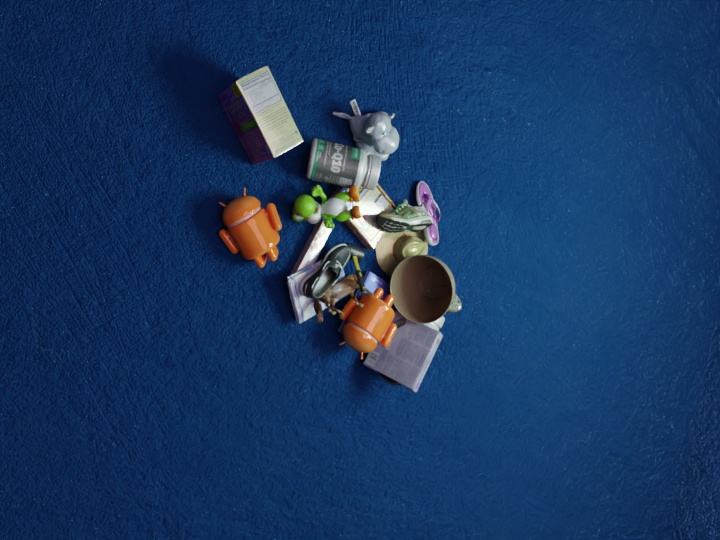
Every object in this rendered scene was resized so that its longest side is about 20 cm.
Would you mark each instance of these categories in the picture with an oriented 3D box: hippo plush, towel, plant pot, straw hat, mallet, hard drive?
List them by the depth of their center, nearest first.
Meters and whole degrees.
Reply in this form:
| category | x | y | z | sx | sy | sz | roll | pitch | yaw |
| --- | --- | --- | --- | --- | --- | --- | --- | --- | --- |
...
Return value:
| category | x | y | z | sx | sy | sz | roll | pitch | yaw |
| --- | --- | --- | --- | --- | --- | --- | --- | --- | --- |
| towel | -0.118 | 0.049 | 1.649 | 0.198 | 0.024 | 0.150 | -28 | 119 | -35 |
| mallet | 0.000 | 0.000 | 1.664 | 0.065 | 0.202 | 0.041 | 14 | 127 | -34 |
| hippo plush | 0.054 | -0.414 | 1.665 | 0.158 | 0.160 | 0.202 | -37 | 110 | -21 |
| plant pot | 0.205 | 0.047 | 1.743 | 0.134 | 0.196 | 0.205 | -15 | 103 | -62 |
| hard drive | 0.028 | 0.123 | 1.764 | 0.131 | 0.025 | 0.203 | 32 | 78 | -27 |
| straw hat | 0.152 | -0.065 | 1.786 | 0.197 | 0.085 | 0.206 | -2 | 94 | -29 |

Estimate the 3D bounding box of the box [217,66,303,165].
| category | x | y | z | sx | sy | sz | roll | pitch | yaw |
| --- | --- | --- | --- | --- | --- | --- | --- | --- | --- |
| box | -0.260 | -0.391 | 1.482 | 0.096 | 0.175 | 0.203 | -33 | 108 | -23 |

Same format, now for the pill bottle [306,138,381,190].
| category | x | y | z | sx | sy | sz | roll | pitch | yaw |
| --- | --- | --- | --- | --- | --- | --- | --- | --- | --- |
| pill bottle | -0.048 | -0.293 | 1.613 | 0.196 | 0.113 | 0.116 | 11 | 88 | -10 |

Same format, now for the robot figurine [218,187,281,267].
| category | x | y | z | sx | sy | sz | roll | pitch | yaw |
| --- | --- | --- | --- | --- | --- | --- | --- | --- | --- |
| robot figurine | -0.287 | -0.111 | 1.521 | 0.117 | 0.142 | 0.202 | -46 | 114 | -42 |

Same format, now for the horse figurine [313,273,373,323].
| category | x | y | z | sx | sy | sz | roll | pitch | yaw |
| --- | --- | --- | --- | --- | --- | --- | --- | --- | --- |
| horse figurine | -0.058 | 0.071 | 1.631 | 0.197 | 0.132 | 0.051 | -26 | 134 | -22 |

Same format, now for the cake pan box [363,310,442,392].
| category | x | y | z | sx | sy | sz | roll | pitch | yaw |
| --- | --- | --- | --- | --- | --- | --- | --- | --- | --- |
| cake pan box | 0.126 | 0.241 | 1.728 | 0.203 | 0.182 | 0.052 | -63 | 149 | -11 |

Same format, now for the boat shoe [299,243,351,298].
| category | x | y | z | sx | sy | sz | roll | pitch | yaw |
| --- | --- | --- | --- | --- | --- | --- | --- | --- | --- |
| boat shoe | -0.084 | 0.005 | 1.612 | 0.201 | 0.060 | 0.076 | -51 | 130 | -21 |

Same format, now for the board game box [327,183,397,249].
| category | x | y | z | sx | sy | sz | roll | pitch | yaw |
| --- | --- | --- | --- | --- | --- | --- | --- | --- | --- |
| board game box | 0.014 | -0.189 | 1.723 | 0.152 | 0.046 | 0.201 | -49 | 114 | -18 |

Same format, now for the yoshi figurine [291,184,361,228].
| category | x | y | z | sx | sy | sz | roll | pitch | yaw |
| --- | --- | --- | --- | --- | --- | --- | --- | --- | --- |
| yoshi figurine | -0.100 | -0.176 | 1.590 | 0.195 | 0.113 | 0.114 | -9 | 124 | 6 |

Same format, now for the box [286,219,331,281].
| category | x | y | z | sx | sy | sz | roll | pitch | yaw |
| --- | --- | --- | --- | --- | --- | --- | --- | --- | --- |
| box | -0.144 | -0.049 | 1.649 | 0.038 | 0.041 | 0.203 | 32 | 77 | -27 |

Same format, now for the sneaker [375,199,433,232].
| category | x | y | z | sx | sy | sz | roll | pitch | yaw |
| --- | --- | --- | --- | --- | --- | --- | --- | --- | --- |
| sneaker | 0.125 | -0.168 | 1.730 | 0.197 | 0.077 | 0.090 | 0 | 68 | -33 |

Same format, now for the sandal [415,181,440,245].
| category | x | y | z | sx | sy | sz | roll | pitch | yaw |
| --- | --- | --- | --- | --- | --- | --- | --- | --- | --- |
| sandal | 0.226 | -0.184 | 1.820 | 0.082 | 0.049 | 0.207 | -8 | 86 | -50 |

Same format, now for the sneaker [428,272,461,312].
| category | x | y | z | sx | sy | sz | roll | pitch | yaw |
| --- | --- | --- | --- | --- | --- | --- | --- | --- | --- |
| sneaker | 0.271 | 0.070 | 1.860 | 0.200 | 0.088 | 0.078 | 42 | 74 | -25 |

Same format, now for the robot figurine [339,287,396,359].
| category | x | y | z | sx | sy | sz | roll | pitch | yaw |
| --- | --- | --- | --- | --- | --- | --- | --- | --- | --- |
| robot figurine | 0.022 | 0.150 | 1.676 | 0.144 | 0.116 | 0.202 | 41 | 74 | -30 |

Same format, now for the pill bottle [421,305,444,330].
| category | x | y | z | sx | sy | sz | roll | pitch | yaw |
| --- | --- | --- | --- | --- | --- | --- | --- | --- | --- |
| pill bottle | 0.182 | 0.221 | 1.807 | 0.113 | 0.113 | 0.203 | 33 | 77 | -26 |
